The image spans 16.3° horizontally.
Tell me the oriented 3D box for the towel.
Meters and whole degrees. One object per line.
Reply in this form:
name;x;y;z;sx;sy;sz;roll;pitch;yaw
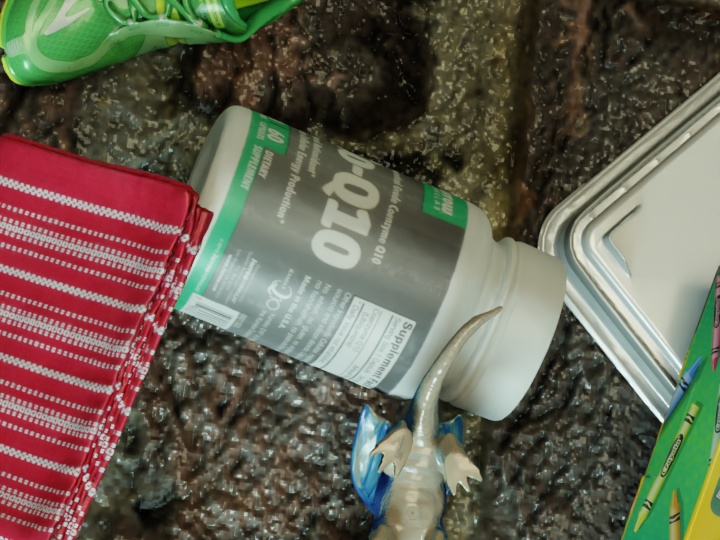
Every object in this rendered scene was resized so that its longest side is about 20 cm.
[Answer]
towel;-0.168;0.035;1.278;0.144;0.022;0.200;18;82;32

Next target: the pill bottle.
pill bottle;0.000;0.000;1.336;0.200;0.113;0.113;22;75;-10

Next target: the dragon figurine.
dragon figurine;0.026;0.105;1.308;0.059;0.099;0.201;7;101;-7

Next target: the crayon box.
crayon box;0.223;0.108;1.370;0.119;0.058;0.200;23;85;-27

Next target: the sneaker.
sneaker;-0.101;-0.153;1.348;0.200;0.084;0.074;-22;108;-17

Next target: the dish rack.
dish rack;0.219;-0.014;1.433;0.200;0.044;0.172;-39;91;-19
